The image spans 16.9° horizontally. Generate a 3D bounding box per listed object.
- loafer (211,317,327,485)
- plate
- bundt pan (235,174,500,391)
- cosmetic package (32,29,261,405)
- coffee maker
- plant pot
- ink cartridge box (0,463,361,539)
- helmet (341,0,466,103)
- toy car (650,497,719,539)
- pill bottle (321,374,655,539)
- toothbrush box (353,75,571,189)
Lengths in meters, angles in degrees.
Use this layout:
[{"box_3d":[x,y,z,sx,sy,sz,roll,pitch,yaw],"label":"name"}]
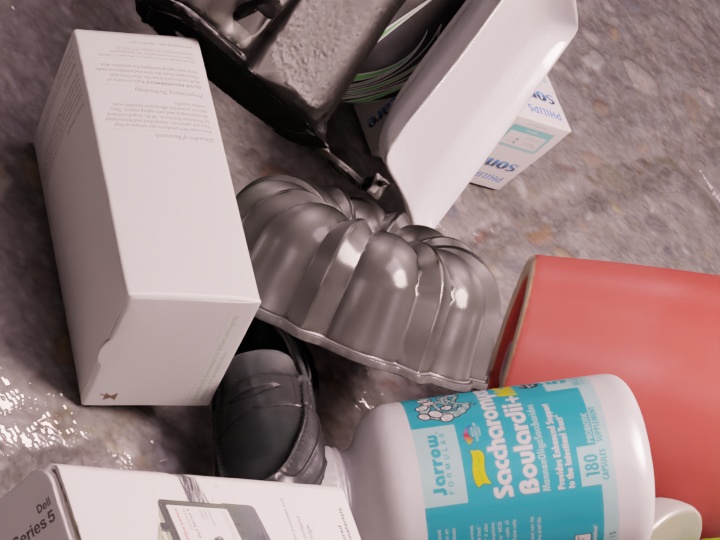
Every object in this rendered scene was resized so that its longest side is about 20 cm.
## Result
[{"box_3d":[-0.059,0.082,1.398,0.201,0.068,0.071,-90,159,-67],"label":"loafer"},{"box_3d":[0.077,-0.131,1.654,0.032,0.200,0.200,35,-8,16],"label":"plate"},{"box_3d":[0.000,0.000,1.491,0.201,0.076,0.202,22,7,-3],"label":"bundt pan"},{"box_3d":[-0.129,-0.031,1.408,0.085,0.108,0.200,2,53,-25],"label":"cosmetic package"},{"box_3d":[-0.014,-0.188,1.521,0.135,0.200,0.192,29,-11,45],"label":"coffee maker"},{"box_3d":[0.176,0.082,1.599,0.177,0.201,0.201,17,37,-2],"label":"plant pot"},{"box_3d":[-0.110,0.169,1.199,0.200,0.145,0.084,10,50,-46],"label":"ink cartridge box"},{"box_3d":[-0.009,-0.209,1.672,0.200,0.191,0.200,36,-1,1],"label":"helmet"},{"box_3d":[0.192,0.254,1.484,0.200,0.150,0.175,-39,53,-23],"label":"toy car"},{"box_3d":[0.067,0.127,1.433,0.199,0.111,0.111,-8,53,-8],"label":"pill bottle"},{"box_3d":[0.054,-0.174,1.828,0.146,0.085,0.201,14,48,-44],"label":"toothbrush box"}]
